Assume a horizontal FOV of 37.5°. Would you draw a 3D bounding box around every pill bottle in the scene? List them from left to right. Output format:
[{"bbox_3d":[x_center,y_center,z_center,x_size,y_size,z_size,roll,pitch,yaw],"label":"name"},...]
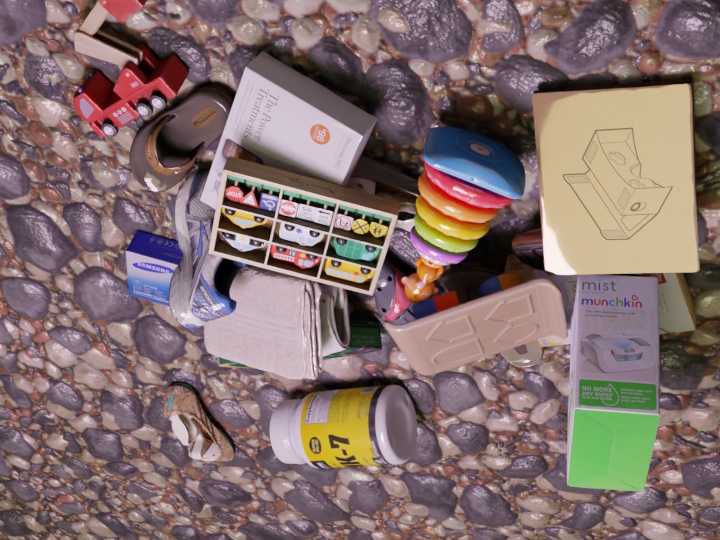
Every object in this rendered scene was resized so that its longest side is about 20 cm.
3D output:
[{"bbox_3d":[-0.027,0.233,1.565,0.198,0.115,0.115,-9,132,29],"label":"pill bottle"}]

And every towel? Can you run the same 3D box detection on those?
[{"bbox_3d":[-0.124,0.056,1.309,0.199,0.034,0.134,12,111,38],"label":"towel"}]

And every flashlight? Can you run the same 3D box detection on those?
[{"bbox_3d":[0.000,0.000,1.340,0.199,0.068,0.068,37,148,-19],"label":"flashlight"}]

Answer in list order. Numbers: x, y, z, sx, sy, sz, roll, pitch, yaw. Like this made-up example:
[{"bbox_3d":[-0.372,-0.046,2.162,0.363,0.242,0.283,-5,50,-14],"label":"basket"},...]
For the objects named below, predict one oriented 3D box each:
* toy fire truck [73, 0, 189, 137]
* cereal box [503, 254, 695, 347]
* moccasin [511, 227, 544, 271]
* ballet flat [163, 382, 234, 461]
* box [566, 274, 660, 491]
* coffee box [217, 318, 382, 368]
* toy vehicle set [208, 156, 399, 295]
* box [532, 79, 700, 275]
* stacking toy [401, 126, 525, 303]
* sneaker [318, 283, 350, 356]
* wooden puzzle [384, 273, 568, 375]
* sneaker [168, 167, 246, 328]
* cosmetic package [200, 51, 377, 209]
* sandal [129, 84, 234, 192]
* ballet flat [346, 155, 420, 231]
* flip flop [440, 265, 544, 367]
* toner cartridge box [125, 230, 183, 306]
[{"bbox_3d":[-0.273,-0.240,1.194,0.199,0.049,0.141,-19,126,36],"label":"toy fire truck"},{"bbox_3d":[0.289,0.026,1.277,0.199,0.040,0.144,-9,133,29],"label":"cereal box"},{"bbox_3d":[0.266,-0.050,1.187,0.200,0.078,0.074,-18,143,30],"label":"moccasin"},{"bbox_3d":[-0.269,0.268,1.729,0.070,0.066,0.201,-7,133,26],"label":"ballet flat"},{"bbox_3d":[0.287,0.131,1.225,0.096,0.178,0.201,3,145,11],"label":"box"},{"bbox_3d":[-0.083,0.101,1.452,0.199,0.044,0.123,-11,169,29],"label":"coffee box"},{"bbox_3d":[-0.066,-0.048,1.197,0.198,0.027,0.125,14,131,-2],"label":"toy vehicle set"},{"bbox_3d":[0.268,-0.093,1.109,0.162,0.021,0.202,-1,109,20],"label":"box"},{"bbox_3d":[0.096,-0.048,1.172,0.115,0.110,0.201,20,117,-2],"label":"stacking toy"},{"bbox_3d":[-0.075,0.016,1.338,0.115,0.074,0.202,-19,91,27],"label":"sneaker"},{"bbox_3d":[0.139,0.059,1.247,0.198,0.047,0.185,-15,156,8],"label":"wooden puzzle"},{"bbox_3d":[-0.174,-0.031,1.287,0.084,0.202,0.077,-8,162,23],"label":"sneaker"},{"bbox_3d":[-0.086,-0.125,1.208,0.150,0.052,0.201,29,130,3],"label":"cosmetic package"},{"bbox_3d":[-0.217,-0.149,1.268,0.082,0.055,0.199,41,134,-23],"label":"sandal"},{"bbox_3d":[0.032,-0.084,1.237,0.198,0.064,0.068,18,139,2],"label":"ballet flat"},{"bbox_3d":[0.171,0.066,1.351,0.081,0.058,0.200,-14,129,32],"label":"flip flop"},{"bbox_3d":[-0.220,0.016,1.456,0.198,0.043,0.095,15,138,5],"label":"toner cartridge box"}]
